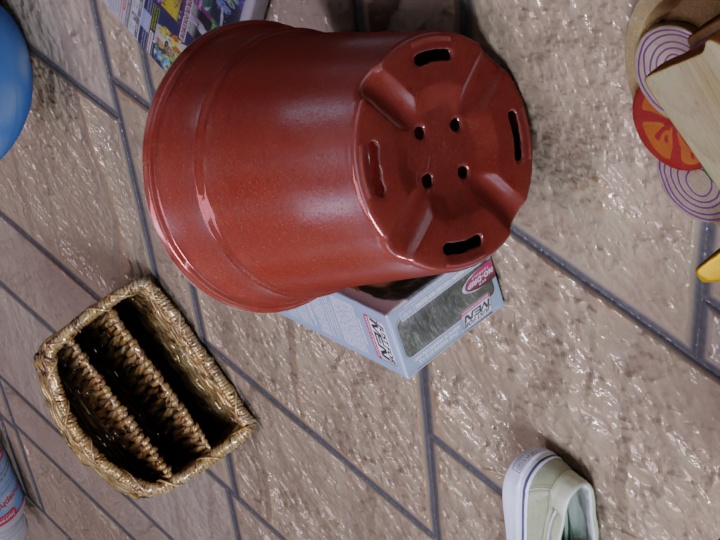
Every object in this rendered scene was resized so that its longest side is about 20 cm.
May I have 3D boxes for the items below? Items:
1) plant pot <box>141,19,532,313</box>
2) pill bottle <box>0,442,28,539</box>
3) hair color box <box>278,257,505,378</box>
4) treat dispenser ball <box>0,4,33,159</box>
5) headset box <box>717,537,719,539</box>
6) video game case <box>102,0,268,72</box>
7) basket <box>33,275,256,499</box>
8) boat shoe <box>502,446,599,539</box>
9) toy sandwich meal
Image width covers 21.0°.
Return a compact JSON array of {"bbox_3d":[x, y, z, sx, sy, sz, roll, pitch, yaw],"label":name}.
[{"bbox_3d":[-0.006,-0.071,1.253,0.195,0.201,0.201,0,123,52],"label":"plant pot"},{"bbox_3d":[-0.554,0.319,2.830,0.109,0.109,0.201,31,148,41],"label":"pill bottle"},{"bbox_3d":[0.000,0.000,1.426,0.200,0.099,0.061,25,143,47],"label":"hair color box"},{"bbox_3d":[-0.404,-0.176,1.796,0.201,0.201,0.201,41,153,26],"label":"treat dispenser ball"},{"bbox_3d":[0.244,0.175,1.097,0.077,0.200,0.149,43,155,20],"label":"headset box"},{"bbox_3d":[-0.146,-0.223,1.489,0.182,0.023,0.200,49,154,11],"label":"video game case"},{"bbox_3d":[-0.229,0.127,1.950,0.200,0.143,0.149,56,156,-6],"label":"basket"},{"bbox_3d":[0.151,0.227,1.488,0.062,0.072,0.201,31,145,45],"label":"boat shoe"},{"bbox_3d":[0.199,-0.068,1.013,0.205,0.070,0.206,41,153,26],"label":"toy sandwich meal"}]
